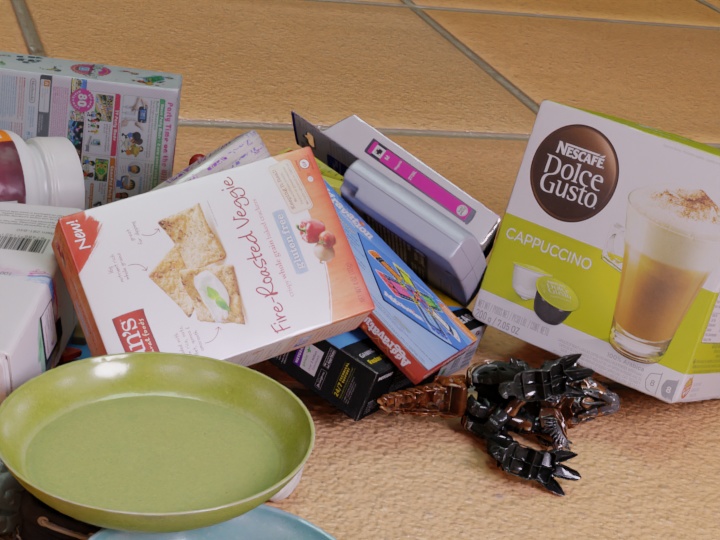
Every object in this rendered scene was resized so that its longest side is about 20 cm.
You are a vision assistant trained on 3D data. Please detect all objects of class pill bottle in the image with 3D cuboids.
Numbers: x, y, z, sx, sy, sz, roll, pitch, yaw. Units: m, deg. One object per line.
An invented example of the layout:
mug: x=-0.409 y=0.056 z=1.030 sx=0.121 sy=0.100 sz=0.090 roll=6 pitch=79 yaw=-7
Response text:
pill bottle: x=-0.354 y=-0.067 z=1.374 sx=0.199 sy=0.115 sz=0.114 roll=-6 pitch=27 yaw=-32

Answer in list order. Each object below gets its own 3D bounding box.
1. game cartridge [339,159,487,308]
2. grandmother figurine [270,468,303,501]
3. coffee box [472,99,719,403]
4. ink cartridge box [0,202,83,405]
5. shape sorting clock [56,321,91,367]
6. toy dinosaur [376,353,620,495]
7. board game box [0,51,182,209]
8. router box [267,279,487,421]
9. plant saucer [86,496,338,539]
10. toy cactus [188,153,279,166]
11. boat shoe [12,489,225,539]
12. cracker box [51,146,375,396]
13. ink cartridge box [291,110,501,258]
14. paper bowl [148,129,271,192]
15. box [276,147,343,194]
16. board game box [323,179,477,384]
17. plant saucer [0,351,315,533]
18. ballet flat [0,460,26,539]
game cartridge: x=0.047 y=-0.022 z=1.334 sx=0.133 sy=0.042 sz=0.200 roll=31 pitch=-11 yaw=9
grandmother figurine: x=-0.094 y=0.103 z=1.150 sx=0.121 sy=0.061 sz=0.200 roll=4 pitch=25 yaw=-30
coffee box: x=0.247 y=-0.017 z=1.319 sx=0.199 sy=0.199 sz=0.200 roll=23 pitch=10 yaw=30
ink cartridge box: x=-0.291 y=0.032 z=1.121 sx=0.144 sy=0.084 sz=0.200 roll=5 pitch=32 yaw=4
shape sorting clock: x=-0.264 y=0.074 z=1.174 sx=0.199 sy=0.039 sz=0.200 roll=7 pitch=22 yaw=-3
toy dinosaur: x=0.114 y=0.110 z=1.204 sx=0.199 sy=0.103 sz=0.136 roll=-20 pitch=16 yaw=-17
board game box: x=-0.280 y=-0.125 z=1.502 sx=0.199 sy=0.148 sz=0.064 roll=7 pitch=20 yaw=-6
router box: x=-0.004 y=0.043 z=1.270 sx=0.149 sy=0.051 sz=0.200 roll=32 pitch=24 yaw=21
plant saucer: x=-0.078 y=0.213 z=0.879 sx=0.199 sy=0.036 sz=0.201 roll=9 pitch=35 yaw=-7
toy cactus: x=-0.068 y=-0.028 z=1.435 sx=0.199 sy=0.102 sz=0.166 roll=25 pitch=37 yaw=-33
boat shoe: x=-0.117 y=0.169 z=0.974 sx=0.199 sy=0.061 sz=0.074 roll=7 pitch=24 yaw=-4
cracker box: x=-0.106 y=0.004 z=1.115 sx=0.199 sy=0.135 sz=0.058 roll=-19 pitch=-12 yaw=-21
ink cartridge box: x=0.030 y=-0.077 z=1.333 sx=0.199 sy=0.037 sz=0.095 roll=34 pitch=-10 yaw=7
paper bowl: x=-0.146 y=-0.024 z=1.295 sx=0.200 sy=0.105 sz=0.201 roll=-31 pitch=7 yaw=4
box: x=-0.005 y=-0.072 z=1.604 sx=0.199 sy=0.050 sz=0.075 roll=17 pitch=25 yaw=20
board game box: x=0.000 y=0.000 z=1.219 sx=0.200 sy=0.019 sz=0.103 roll=46 pitch=28 yaw=11
plant saucer: x=-0.128 y=0.109 z=0.966 sx=0.199 sy=0.031 sz=0.200 roll=4 pitch=24 yaw=-2
ballet flat: x=-0.201 y=0.146 z=1.031 sx=0.199 sy=0.046 sz=0.068 roll=-11 pitch=60 yaw=-28
